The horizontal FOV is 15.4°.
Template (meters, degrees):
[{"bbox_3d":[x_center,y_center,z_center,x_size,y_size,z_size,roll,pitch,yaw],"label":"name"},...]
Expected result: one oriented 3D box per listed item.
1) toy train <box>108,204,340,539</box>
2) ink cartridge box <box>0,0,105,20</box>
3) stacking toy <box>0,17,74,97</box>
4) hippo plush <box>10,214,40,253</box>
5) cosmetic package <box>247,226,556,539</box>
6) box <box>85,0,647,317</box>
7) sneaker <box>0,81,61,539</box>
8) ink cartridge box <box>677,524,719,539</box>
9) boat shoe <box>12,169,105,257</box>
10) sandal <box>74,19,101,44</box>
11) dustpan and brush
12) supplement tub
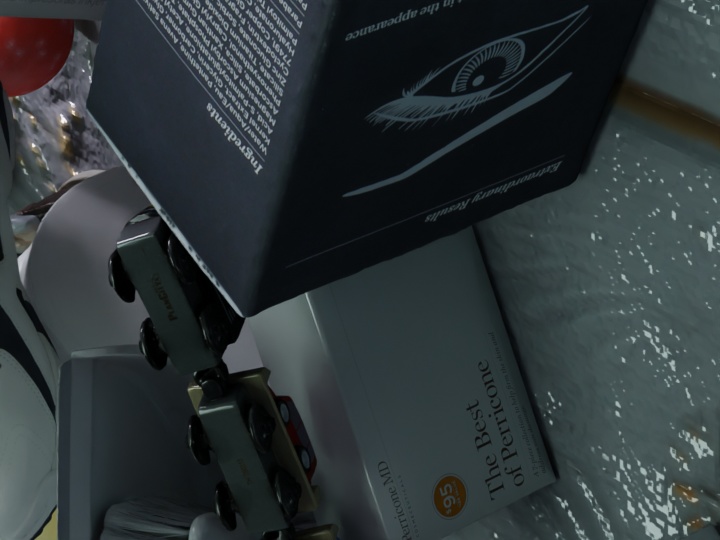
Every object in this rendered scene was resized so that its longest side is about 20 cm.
[{"bbox_3d":[-0.036,0.064,0.928,0.034,0.046,0.201,-14,115,19],"label":"toy train"},{"bbox_3d":[-0.117,-0.189,0.923,0.083,0.146,0.200,53,126,28],"label":"ink cartridge box"},{"bbox_3d":[-0.160,-0.151,1.087,0.086,0.085,0.201,111,144,-49],"label":"stacking toy"},{"bbox_3d":[-0.234,-0.050,1.183,0.159,0.200,0.162,-13,107,41],"label":"hippo plush"},{"bbox_3d":[0.000,0.000,0.981,0.051,0.082,0.201,-9,102,58],"label":"cosmetic package"},{"bbox_3d":[0.010,-0.102,0.837,0.104,0.147,0.200,51,145,25],"label":"box"},{"bbox_3d":[-0.159,0.000,0.943,0.130,0.079,0.200,50,-144,-73],"label":"sneaker"},{"bbox_3d":[0.121,0.215,0.923,0.200,0.084,0.146,56,145,18],"label":"ink cartridge box"},{"bbox_3d":[-0.156,0.005,1.247,0.200,0.059,0.072,-22,89,59],"label":"boat shoe"},{"bbox_3d":[-0.098,-0.134,1.088,0.202,0.050,0.083,-166,73,-68],"label":"sandal"},{"bbox_3d":[-0.040,0.101,0.985,0.057,0.200,0.141,-3,85,22],"label":"dustpan and brush"},{"bbox_3d":[-0.091,0.066,1.102,0.145,0.144,0.200,52,146,25],"label":"supplement tub"}]
